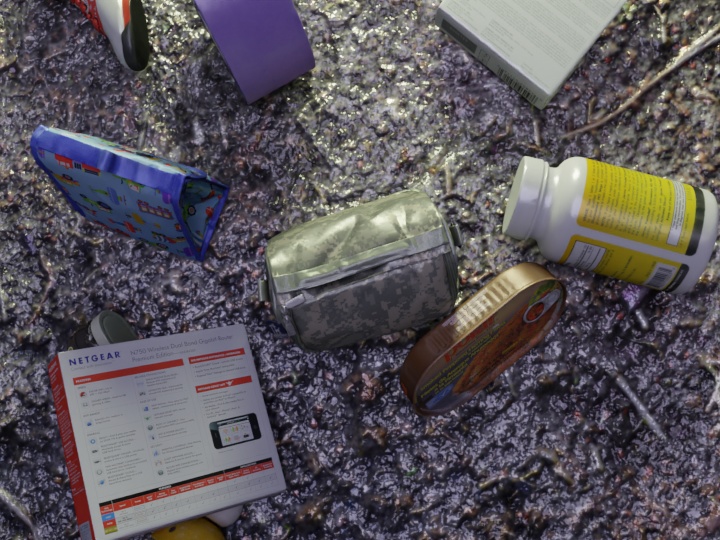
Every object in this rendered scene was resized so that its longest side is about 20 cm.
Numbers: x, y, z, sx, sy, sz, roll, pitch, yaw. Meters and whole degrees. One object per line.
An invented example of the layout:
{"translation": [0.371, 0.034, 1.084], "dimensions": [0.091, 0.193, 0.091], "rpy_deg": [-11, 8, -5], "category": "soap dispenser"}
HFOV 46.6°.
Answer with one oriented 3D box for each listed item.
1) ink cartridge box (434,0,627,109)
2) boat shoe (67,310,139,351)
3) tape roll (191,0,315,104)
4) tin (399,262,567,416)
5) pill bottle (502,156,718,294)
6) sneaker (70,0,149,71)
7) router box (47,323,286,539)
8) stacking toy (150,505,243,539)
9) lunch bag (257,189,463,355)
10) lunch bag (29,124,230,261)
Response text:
{"translation": [0.205, -0.308, 0.938], "dimensions": [0.160, 0.047, 0.200], "rpy_deg": [39, 81, 5], "category": "ink cartridge box"}
{"translation": [-0.239, 0.143, 0.886], "dimensions": [0.060, 0.072, 0.202], "rpy_deg": [-31, 86, 16], "category": "boat shoe"}
{"translation": [-0.129, -0.281, 0.861], "dimensions": [0.084, 0.200, 0.201], "rpy_deg": [-29, 84, -2], "category": "tape roll"}
{"translation": [0.126, 0.070, 0.863], "dimensions": [0.199, 0.112, 0.042], "rpy_deg": [-38, 56, -3], "category": "tin"}
{"translation": [0.255, -0.053, 0.871], "dimensions": [0.198, 0.112, 0.114], "rpy_deg": [15, 84, 3], "category": "pill bottle"}
{"translation": [-0.305, -0.307, 0.935], "dimensions": [0.107, 0.067, 0.204], "rpy_deg": [-13, 80, 1], "category": "sneaker"}
{"translation": [-0.188, 0.157, 0.828], "dimensions": [0.198, 0.049, 0.181], "rpy_deg": [-6, 72, -35], "category": "router box"}
{"translation": [-0.185, 0.302, 0.856], "dimensions": [0.145, 0.146, 0.201], "rpy_deg": [29, 66, 4], "category": "stacking toy"}
{"translation": [0.000, 0.000, 0.844], "dimensions": [0.198, 0.168, 0.141], "rpy_deg": [-17, 84, 0], "category": "lunch bag"}
{"translation": [-0.232, -0.086, 0.841], "dimensions": [0.149, 0.200, 0.095], "rpy_deg": [20, 85, 3], "category": "lunch bag"}
